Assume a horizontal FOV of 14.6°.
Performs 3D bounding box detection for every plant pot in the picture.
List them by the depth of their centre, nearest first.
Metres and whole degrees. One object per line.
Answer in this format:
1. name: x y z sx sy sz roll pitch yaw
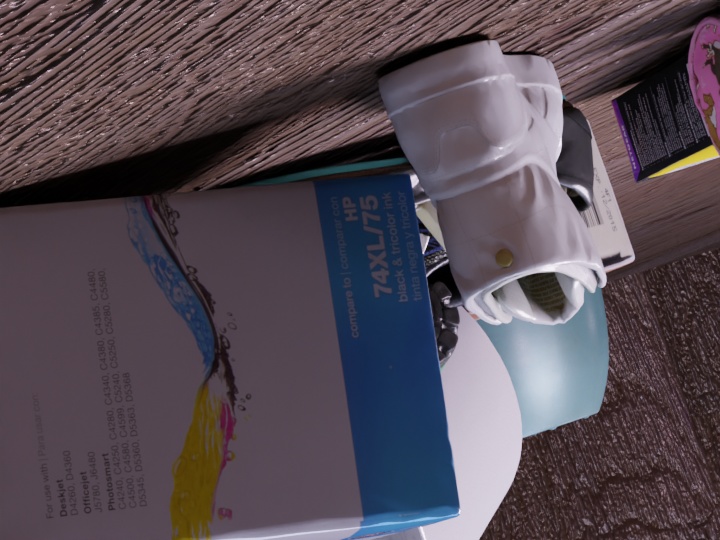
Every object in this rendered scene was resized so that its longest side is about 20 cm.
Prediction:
1. plant pot: 0.103 0.054 2.186 0.200 0.162 0.201 -18 175 -1

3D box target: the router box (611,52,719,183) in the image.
1. router box: 0.243 -0.105 1.421 0.199 0.051 0.149 -18 178 -13

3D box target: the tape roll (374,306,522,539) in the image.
1. tape roll: -0.029 0.105 1.495 0.202 0.203 0.139 -21 -159 35

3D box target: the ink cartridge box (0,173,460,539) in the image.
1. ink cartridge box: -0.083 0.051 1.181 0.199 0.147 0.147 -5 172 -20

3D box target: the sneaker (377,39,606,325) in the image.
1. sneaker: 0.060 -0.030 1.186 0.073 0.116 0.200 -21 177 12

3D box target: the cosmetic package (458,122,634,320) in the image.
1. cosmetic package: 0.037 -0.009 1.553 0.199 0.088 0.103 -21 176 37

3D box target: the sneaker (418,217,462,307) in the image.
1. sneaker: 0.000 0.000 1.408 0.199 0.079 0.075 -15 151 -4

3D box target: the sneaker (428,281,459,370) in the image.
1. sneaker: -0.058 0.035 1.327 0.199 0.078 0.085 11 147 -7

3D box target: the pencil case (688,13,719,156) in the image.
1. pencil case: 0.249 -0.102 1.297 0.199 0.083 0.087 -17 148 -15

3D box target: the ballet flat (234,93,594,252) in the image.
1. ballet flat: 0.029 -0.031 1.358 0.199 0.069 0.068 -17 174 -18
